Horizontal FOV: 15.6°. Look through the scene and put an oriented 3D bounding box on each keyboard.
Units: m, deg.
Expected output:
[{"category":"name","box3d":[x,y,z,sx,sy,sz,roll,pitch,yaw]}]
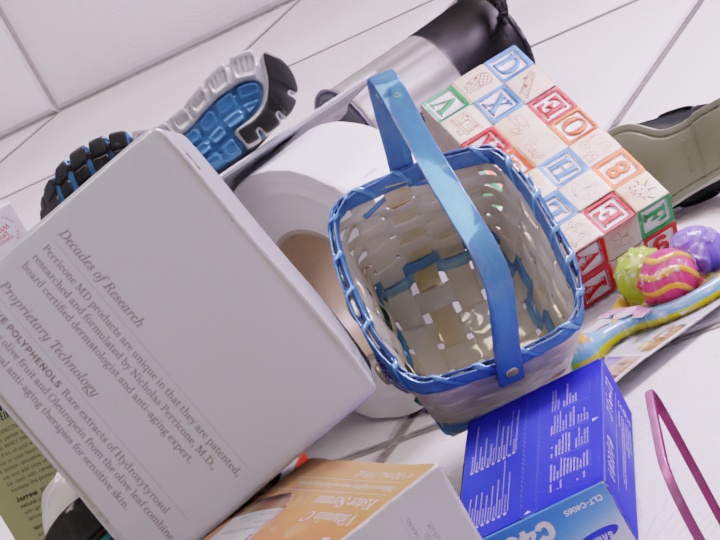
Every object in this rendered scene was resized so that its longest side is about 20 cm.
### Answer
[{"category":"keyboard","box3d":[-0.058,-0.087,1.833,0.200,0.011,0.056,-38,-8,-45]}]

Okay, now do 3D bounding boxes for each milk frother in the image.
[{"category":"milk frother","box3d":[0.058,-0.202,2.441,0.188,0.201,0.180,-35,18,-22]}]

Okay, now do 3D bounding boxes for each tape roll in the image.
[{"category":"tape roll","box3d":[0.000,0.000,1.813,0.071,0.203,0.202,-38,16,-35]}]

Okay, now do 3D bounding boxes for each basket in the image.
[{"category":"basket","box3d":[0.057,-0.003,1.584,0.138,0.201,0.177,-20,52,-9]}]

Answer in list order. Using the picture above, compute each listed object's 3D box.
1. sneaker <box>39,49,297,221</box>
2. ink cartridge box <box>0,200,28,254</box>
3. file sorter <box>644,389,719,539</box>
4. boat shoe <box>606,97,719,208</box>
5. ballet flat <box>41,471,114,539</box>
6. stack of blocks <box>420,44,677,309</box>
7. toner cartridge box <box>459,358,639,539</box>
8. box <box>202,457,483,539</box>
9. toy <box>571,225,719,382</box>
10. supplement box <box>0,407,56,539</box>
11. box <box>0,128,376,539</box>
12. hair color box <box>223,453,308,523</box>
[{"category":"sneaker","box3d":[-0.129,-0.071,1.814,0.199,0.075,0.087,-30,-10,-7]},{"category":"ink cartridge box","box3d":[-0.284,0.006,1.808,0.115,0.068,0.200,-34,15,-15]},{"category":"file sorter","box3d":[0.241,0.078,1.186,0.199,0.126,0.139,-27,14,10]},{"category":"boat shoe","box3d":[0.241,-0.084,1.916,0.066,0.075,0.199,-3,-17,-42]},{"category":"ballet flat","box3d":[-0.163,0.153,1.670,0.068,0.068,0.200,-55,-12,18]},{"category":"stack of blocks","box3d":[0.122,-0.062,1.868,0.115,0.059,0.200,-32,48,-11]},{"category":"toner cartridge box","box3d":[0.107,0.119,1.495,0.095,0.043,0.200,-28,13,13]},{"category":"box","box3d":[-0.041,0.198,1.380,0.200,0.107,0.152,-36,15,-26]},{"category":"toy","box3d":[0.190,0.011,1.705,0.200,0.047,0.115,-37,17,-25]},{"category":"supplement box","box3d":[-0.173,0.086,1.865,0.199,0.201,0.134,-25,14,19]},{"category":"box","box3d":[-0.114,0.041,1.539,0.171,0.200,0.199,-41,2,1]},{"category":"hair color box","box3d":[-0.076,0.190,1.580,0.101,0.061,0.200,-28,12,15]}]
